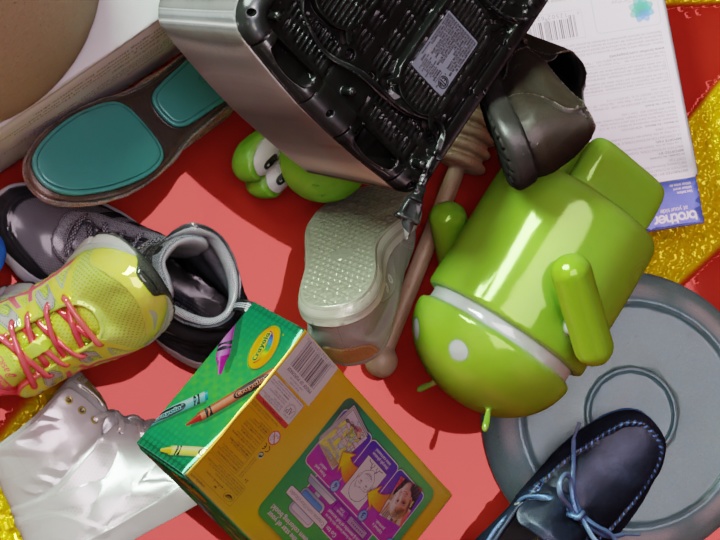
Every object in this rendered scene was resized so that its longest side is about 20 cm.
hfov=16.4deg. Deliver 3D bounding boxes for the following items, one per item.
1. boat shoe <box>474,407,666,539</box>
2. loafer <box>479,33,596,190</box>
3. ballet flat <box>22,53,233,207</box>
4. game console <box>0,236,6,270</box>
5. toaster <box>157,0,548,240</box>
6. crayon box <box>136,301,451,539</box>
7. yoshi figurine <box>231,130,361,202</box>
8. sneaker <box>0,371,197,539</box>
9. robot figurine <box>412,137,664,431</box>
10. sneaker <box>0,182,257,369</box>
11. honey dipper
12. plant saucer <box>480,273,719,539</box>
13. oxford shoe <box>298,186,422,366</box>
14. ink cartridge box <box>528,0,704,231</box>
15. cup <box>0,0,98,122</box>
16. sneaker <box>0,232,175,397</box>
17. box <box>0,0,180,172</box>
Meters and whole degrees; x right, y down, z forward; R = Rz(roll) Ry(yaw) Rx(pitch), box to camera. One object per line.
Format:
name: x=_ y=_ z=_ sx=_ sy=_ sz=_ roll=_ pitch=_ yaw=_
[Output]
boat shoe: x=0.130 y=0.178 z=1.640 sx=0.084 sy=0.069 sz=0.200 roll=39 pitch=96 yaw=-2
loafer: x=0.112 y=-0.115 z=1.609 sx=0.071 sy=0.200 sz=0.073 roll=-16 pitch=122 yaw=3
ballet flat: x=-0.146 y=-0.085 z=1.636 sx=0.200 sy=0.067 sz=0.068 roll=-32 pitch=83 yaw=-34
game console: x=-0.356 y=0.016 z=1.619 sx=0.171 sy=0.118 sz=0.200 roll=36 pitch=81 yaw=-14
toaster: x=-0.004 y=-0.156 z=1.530 sx=0.181 sy=0.119 sz=0.200 roll=43 pitch=72 yaw=-30
crayon box: x=-0.039 y=0.128 z=1.594 sx=0.119 sy=0.058 sz=0.200 roll=-50 pitch=132 yaw=-12
yoshi figurine: x=0.005 y=-0.117 z=1.665 sx=0.112 sy=0.112 sz=0.200 roll=43 pitch=83 yaw=-7
sneaker: x=-0.145 y=0.108 z=1.635 sx=0.200 sy=0.074 sz=0.116 roll=-28 pitch=90 yaw=-8
robot figurine: x=0.112 y=0.008 z=1.616 sx=0.116 sy=0.175 sz=0.200 roll=36 pitch=84 yaw=-35
sneaker: x=-0.150 y=-0.009 z=1.624 sx=0.200 sy=0.114 sz=0.076 roll=29 pitch=71 yaw=-3
honey dipper: x=0.048 y=-0.021 z=1.693 sx=0.038 sy=0.038 sz=0.201 roll=21 pitch=84 yaw=-4
plant saucer: x=0.182 y=0.098 z=1.698 sx=0.199 sy=0.027 sz=0.201 roll=1 pitch=82 yaw=-7
oxford shoe: x=0.000 y=0.000 z=1.624 sx=0.075 sy=0.200 sz=0.058 roll=-8 pitch=117 yaw=14
ink cartridge box: x=0.160 y=-0.119 z=1.714 sx=0.119 sy=0.042 sz=0.201 roll=-10 pitch=82 yaw=-6
cup: x=-0.252 y=-0.187 z=1.450 sx=0.200 sy=0.143 sz=0.201 roll=0 pitch=85 yaw=-5
sneaker: x=-0.195 y=0.043 z=1.572 sx=0.078 sy=0.200 sz=0.090 roll=55 pitch=46 yaw=-10
box: x=-0.221 y=-0.199 z=1.613 sx=0.200 sy=0.171 sz=0.199 roll=-35 pitch=89 yaw=-8
